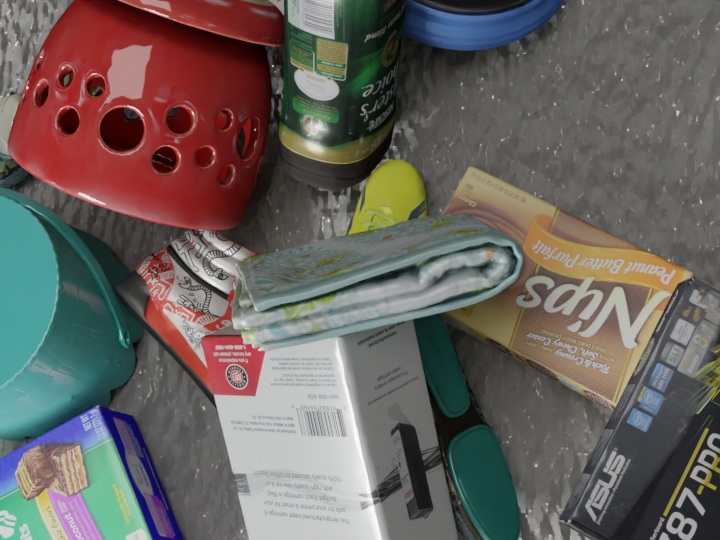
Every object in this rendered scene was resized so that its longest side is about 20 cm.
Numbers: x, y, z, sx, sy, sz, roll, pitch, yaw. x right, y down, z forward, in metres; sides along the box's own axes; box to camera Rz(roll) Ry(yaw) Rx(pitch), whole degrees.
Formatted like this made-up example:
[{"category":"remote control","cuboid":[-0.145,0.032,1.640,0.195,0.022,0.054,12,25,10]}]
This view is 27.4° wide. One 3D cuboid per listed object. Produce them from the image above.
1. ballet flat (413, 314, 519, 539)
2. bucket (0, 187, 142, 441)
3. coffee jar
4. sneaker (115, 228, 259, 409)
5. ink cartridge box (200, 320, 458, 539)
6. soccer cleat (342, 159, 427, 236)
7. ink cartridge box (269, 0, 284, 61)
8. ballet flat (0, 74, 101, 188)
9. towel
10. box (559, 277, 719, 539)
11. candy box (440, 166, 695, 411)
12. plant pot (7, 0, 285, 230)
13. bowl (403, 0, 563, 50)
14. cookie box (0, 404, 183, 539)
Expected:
[{"category":"ballet flat","cuboid":[0.061,0.125,1.127,0.074,0.074,0.201,-20,83,10]},{"category":"bucket","cuboid":[-0.299,0.036,1.230,0.206,0.135,0.208,-4,73,14]},{"category":"coffee jar","cuboid":[-0.014,-0.164,1.165,0.085,0.200,0.104,19,45,15]},{"category":"sneaker","cuboid":[-0.097,0.051,1.202,0.108,0.067,0.201,-41,76,-12]},{"category":"ink cartridge box","cuboid":[-0.021,0.131,1.079,0.144,0.084,0.201,-3,103,42]},{"category":"soccer cleat","cuboid":[0.001,0.001,1.178,0.065,0.084,0.201,19,80,21]},{"category":"ink cartridge box","cuboid":[-0.043,-0.271,1.278,0.115,0.068,0.201,-24,68,8]},{"category":"ballet flat","cuboid":[-0.278,-0.153,1.315,0.200,0.074,0.074,-43,67,1]},{"category":"towel","cuboid":[0.006,0.001,1.052,0.199,0.171,0.048,-13,101,-3]},{"category":"box","cuboid":[0.258,0.130,1.059,0.161,0.049,0.200,28,84,3]},{"category":"candy box","cuboid":[0.145,0.015,1.146,0.200,0.055,0.116,28,84,21]},{"category":"plant pot","cuboid":[-0.164,-0.151,1.185,0.200,0.200,0.183,23,103,21]},{"category":"bowl","cuboid":[0.082,-0.276,1.217,0.200,0.039,0.201,3,66,-6]},{"category":"cookie box","cuboid":[-0.252,0.231,1.192,0.200,0.075,0.172,-29,69,8]}]
